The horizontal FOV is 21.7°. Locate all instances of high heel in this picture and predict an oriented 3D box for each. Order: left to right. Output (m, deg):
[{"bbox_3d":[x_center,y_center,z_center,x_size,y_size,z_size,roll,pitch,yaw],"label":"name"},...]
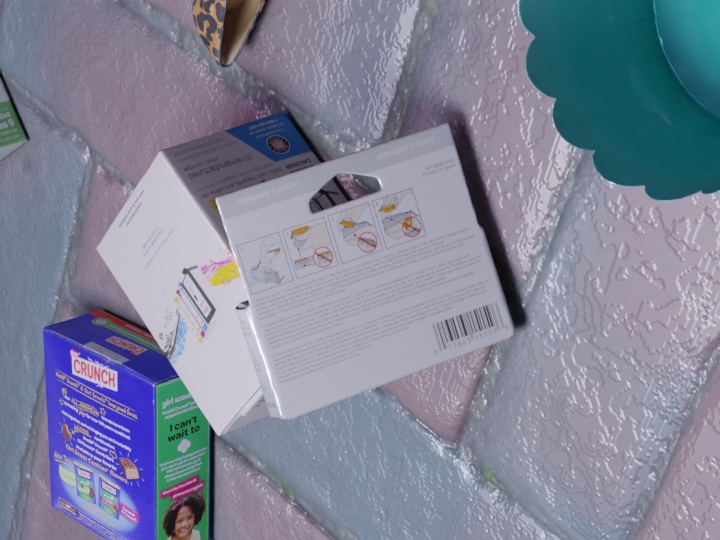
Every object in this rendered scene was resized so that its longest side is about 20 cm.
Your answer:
[{"bbox_3d":[-0.076,-0.230,1.493,0.200,0.071,0.143,16,111,59],"label":"high heel"}]

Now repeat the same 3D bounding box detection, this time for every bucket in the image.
[{"bbox_3d":[0.219,-0.157,1.185,0.207,0.135,0.208,20,120,39],"label":"bucket"}]

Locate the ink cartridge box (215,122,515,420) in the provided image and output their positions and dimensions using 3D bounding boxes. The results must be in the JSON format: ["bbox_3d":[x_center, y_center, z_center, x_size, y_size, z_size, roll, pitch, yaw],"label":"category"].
[{"bbox_3d":[0.000,0.000,1.425,0.044,0.199,0.174,173,79,-73],"label":"ink cartridge box"}]

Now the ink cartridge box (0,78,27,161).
[{"bbox_3d":[-0.435,-0.185,1.871,0.145,0.087,0.201,-27,88,47],"label":"ink cartridge box"}]

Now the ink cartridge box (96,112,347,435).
[{"bbox_3d":[-0.087,0.002,1.549,0.200,0.147,0.145,54,135,14],"label":"ink cartridge box"}]

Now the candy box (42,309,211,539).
[{"bbox_3d":[-0.224,0.159,1.802,0.169,0.077,0.201,23,122,39],"label":"candy box"}]
